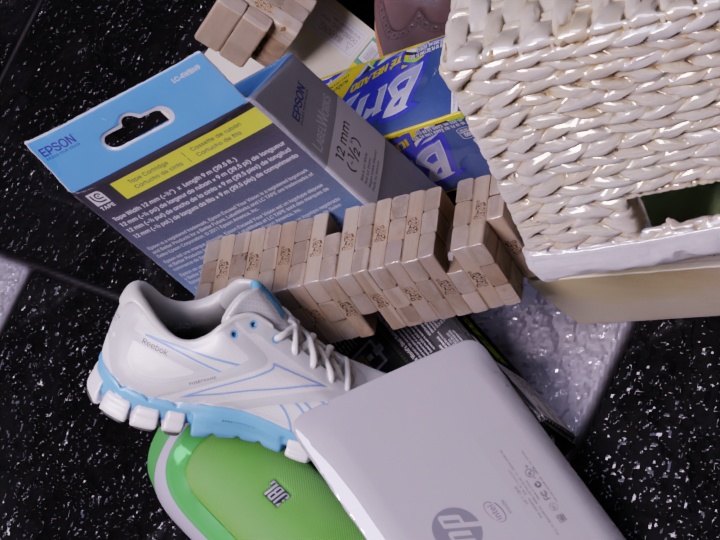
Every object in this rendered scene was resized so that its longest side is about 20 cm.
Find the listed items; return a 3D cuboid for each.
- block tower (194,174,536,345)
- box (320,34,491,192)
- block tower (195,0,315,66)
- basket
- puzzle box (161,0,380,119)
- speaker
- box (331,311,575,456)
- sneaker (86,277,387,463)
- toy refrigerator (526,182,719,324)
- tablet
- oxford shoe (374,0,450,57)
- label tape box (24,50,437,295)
[{"bbox_3d":[0.000,0.000,1.468,0.199,0.058,0.054,-14,44,24],"label":"block tower"},{"bbox_3d":[-0.004,-0.075,1.576,0.199,0.070,0.065,-17,52,29],"label":"box"},{"bbox_3d":[-0.033,-0.218,1.677,0.201,0.054,0.058,-61,8,-28],"label":"block tower"},{"bbox_3d":[0.164,-0.129,1.369,0.197,0.161,0.201,-11,41,25],"label":"basket"},{"bbox_3d":[-0.034,-0.103,1.682,0.133,0.025,0.200,-50,47,4],"label":"puzzle box"},{"bbox_3d":[-0.036,0.147,1.450,0.089,0.088,0.200,-52,48,2],"label":"speaker"},{"bbox_3d":[0.001,0.102,1.531,0.193,0.047,0.200,-49,48,8],"label":"box"},{"bbox_3d":[-0.046,0.051,1.443,0.075,0.199,0.087,-101,23,-63],"label":"sneaker"},{"bbox_3d":[0.193,-0.023,1.433,0.199,0.070,0.076,-4,64,36],"label":"toy refrigerator"},{"bbox_3d":[0.066,0.133,1.393,0.130,0.014,0.200,-23,63,-29],"label":"tablet"},{"bbox_3d":[0.036,-0.197,1.630,0.071,0.073,0.201,-8,56,15],"label":"oxford shoe"},{"bbox_3d":[-0.071,-0.057,1.506,0.143,0.200,0.066,-25,38,33],"label":"label tape box"}]
